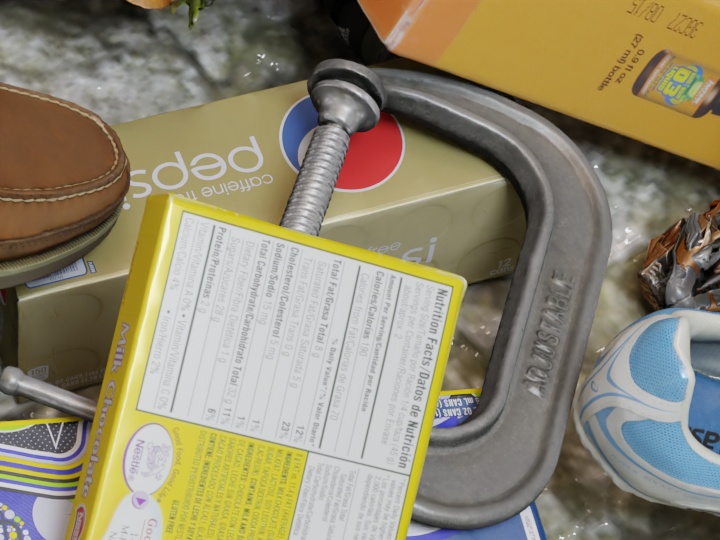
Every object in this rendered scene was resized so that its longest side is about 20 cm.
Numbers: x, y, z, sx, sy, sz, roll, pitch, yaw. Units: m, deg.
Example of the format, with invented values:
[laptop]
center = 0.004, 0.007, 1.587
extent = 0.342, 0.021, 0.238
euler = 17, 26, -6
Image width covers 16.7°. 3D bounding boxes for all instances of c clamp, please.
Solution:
[c clamp]
center = 0.000, 0.000, 0.801
extent = 0.170, 0.027, 0.201
euler = 28, 52, -3

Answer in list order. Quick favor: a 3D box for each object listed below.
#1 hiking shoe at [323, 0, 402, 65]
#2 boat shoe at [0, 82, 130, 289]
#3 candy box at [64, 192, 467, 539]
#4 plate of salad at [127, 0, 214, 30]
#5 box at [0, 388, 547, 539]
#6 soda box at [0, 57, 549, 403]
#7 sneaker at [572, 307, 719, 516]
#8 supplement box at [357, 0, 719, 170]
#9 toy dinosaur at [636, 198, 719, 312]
[hiking shoe]
center = 0.066, -0.148, 0.974
extent = 0.199, 0.076, 0.101
euler = -32, 67, -23
[boat shoe]
center = -0.149, -0.041, 0.753
extent = 0.199, 0.068, 0.072
euler = -3, 45, -41
[candy box]
center = -0.038, 0.087, 0.722
extent = 0.102, 0.026, 0.201
euler = 16, 85, -27
[plate of salad]
center = -0.056, -0.150, 0.958
extent = 0.199, 0.048, 0.201
euler = -8, 32, 5
[box]
center = -0.043, 0.087, 0.782
extent = 0.199, 0.064, 0.070
euler = -2, 59, -25
[soda box]
center = -0.037, -0.019, 0.877
extent = 0.199, 0.068, 0.064
euler = -14, 59, -17
[sneaker]
center = 0.169, 0.056, 0.807
extent = 0.199, 0.072, 0.072
euler = 10, 67, -19
[supplement box]
center = 0.089, -0.096, 0.892
extent = 0.199, 0.067, 0.069
euler = 18, 30, -36
[toy dinosaur]
center = 0.196, -0.040, 0.886
extent = 0.102, 0.136, 0.200
euler = 42, 90, -11
